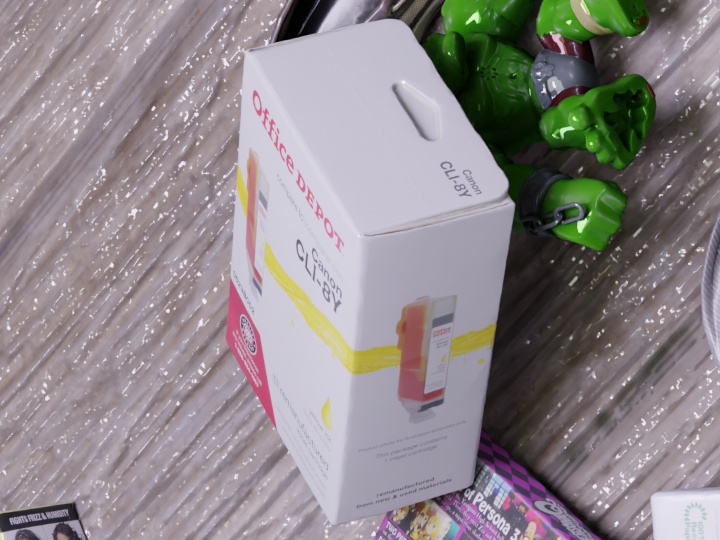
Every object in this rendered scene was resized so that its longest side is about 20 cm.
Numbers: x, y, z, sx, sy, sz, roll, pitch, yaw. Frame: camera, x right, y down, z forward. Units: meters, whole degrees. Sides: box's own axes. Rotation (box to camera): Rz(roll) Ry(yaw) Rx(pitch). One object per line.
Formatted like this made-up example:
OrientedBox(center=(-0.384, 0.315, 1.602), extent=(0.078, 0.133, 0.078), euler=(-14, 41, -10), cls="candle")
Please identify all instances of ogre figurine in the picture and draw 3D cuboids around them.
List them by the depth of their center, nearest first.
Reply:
OrientedBox(center=(0.085, -0.092, 1.420), extent=(0.120, 0.098, 0.201), euler=(-21, 72, 40), cls="ogre figurine")

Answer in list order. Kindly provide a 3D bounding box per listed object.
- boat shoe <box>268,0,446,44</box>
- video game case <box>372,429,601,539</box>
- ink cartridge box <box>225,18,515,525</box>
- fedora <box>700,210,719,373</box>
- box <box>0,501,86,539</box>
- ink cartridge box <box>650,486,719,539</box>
OrientedBox(center=(0.014, -0.165, 1.477), extent=(0.074, 0.073, 0.200), euler=(32, 107, 27), cls="boat shoe")
OrientedBox(center=(0.065, 0.202, 1.447), extent=(0.200, 0.036, 0.182), euler=(41, 113, 42), cls="video game case")
OrientedBox(center=(0.000, 0.000, 1.409), extent=(0.200, 0.083, 0.145), euler=(96, 152, -44), cls="ink cartridge box")
OrientedBox(center=(0.229, 0.004, 1.339), extent=(0.177, 0.090, 0.200), euler=(49, 114, 21), cls="fedora")
OrientedBox(center=(-0.163, 0.231, 1.596), extent=(0.050, 0.075, 0.201), euler=(-28, 76, 29), cls="box")
OrientedBox(center=(0.240, 0.198, 1.366), extent=(0.199, 0.041, 0.200), euler=(-3, 92, 31), cls="ink cartridge box")
